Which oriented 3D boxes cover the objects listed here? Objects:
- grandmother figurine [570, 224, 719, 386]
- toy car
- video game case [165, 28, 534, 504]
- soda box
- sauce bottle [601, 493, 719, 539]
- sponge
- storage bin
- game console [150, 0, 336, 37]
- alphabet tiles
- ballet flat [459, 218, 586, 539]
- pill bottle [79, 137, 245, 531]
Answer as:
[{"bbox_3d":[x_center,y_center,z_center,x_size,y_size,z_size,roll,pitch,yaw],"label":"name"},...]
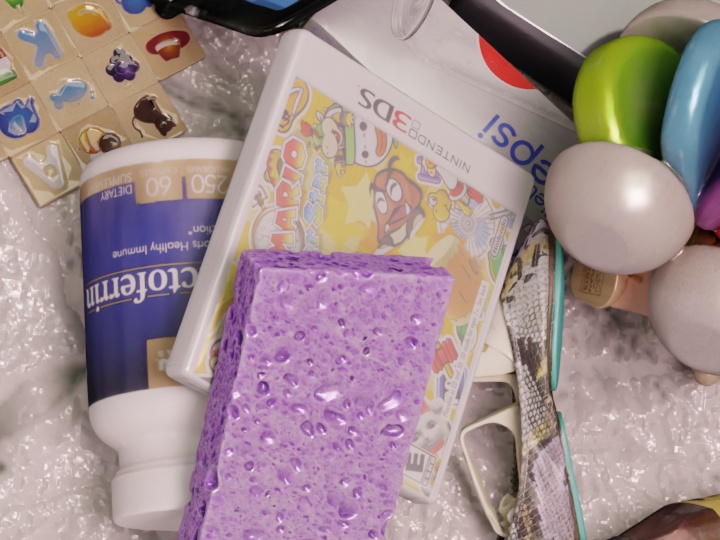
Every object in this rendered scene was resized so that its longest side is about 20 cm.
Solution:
[{"bbox_3d":[0.217,0.008,1.476,0.200,0.061,0.121,9,97,-31],"label":"grandmother figurine"},{"bbox_3d":[0.209,-0.056,1.362,0.200,0.150,0.175,44,53,-16],"label":"toy car"},{"bbox_3d":[0.000,0.000,1.355,0.182,0.023,0.200,30,70,-33],"label":"video game case"},{"bbox_3d":[0.056,-0.093,1.476,0.200,0.063,0.068,43,69,-2],"label":"soda box"},{"bbox_3d":[0.197,0.159,1.432,0.200,0.066,0.066,-5,77,-31],"label":"sauce bottle"},{"bbox_3d":[-0.027,0.087,1.298,0.112,0.030,0.200,4,110,-28],"label":"sponge"},{"bbox_3d":[0.157,-0.168,1.493,0.200,0.146,0.134,33,80,-6],"label":"storage bin"},{"bbox_3d":[-0.039,-0.232,1.455,0.200,0.116,0.176,-32,87,-23],"label":"game console"},{"bbox_3d":[-0.192,-0.142,1.450,0.166,0.006,0.200,-30,85,-21],"label":"alphabet tiles"},{"bbox_3d":[0.088,0.073,1.424,0.072,0.072,0.200,-6,95,-17],"label":"ballet flat"},{"bbox_3d":[-0.092,0.037,1.374,0.116,0.116,0.200,-1,76,-16],"label":"pill bottle"}]
